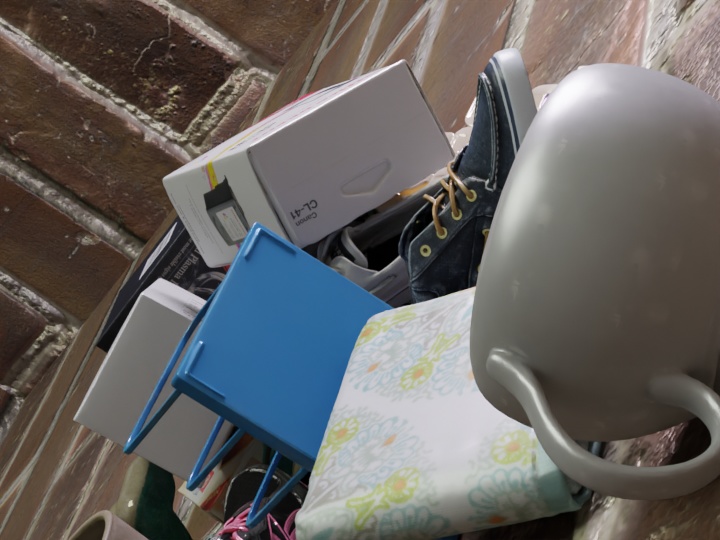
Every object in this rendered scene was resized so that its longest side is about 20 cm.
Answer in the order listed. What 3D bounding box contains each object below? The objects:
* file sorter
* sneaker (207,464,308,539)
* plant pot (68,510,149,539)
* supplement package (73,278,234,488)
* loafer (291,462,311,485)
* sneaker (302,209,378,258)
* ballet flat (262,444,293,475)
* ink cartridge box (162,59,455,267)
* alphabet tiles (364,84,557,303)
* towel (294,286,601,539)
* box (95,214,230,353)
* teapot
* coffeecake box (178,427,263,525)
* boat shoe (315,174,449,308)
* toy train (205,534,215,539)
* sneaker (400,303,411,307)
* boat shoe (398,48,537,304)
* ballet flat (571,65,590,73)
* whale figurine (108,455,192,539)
[{"bbox_3d":[-0.031,0.098,1.276,0.123,0.200,0.139,-49,12,47],"label":"file sorter"},{"bbox_3d":[-0.069,0.189,1.310,0.079,0.095,0.200,-40,33,15],"label":"sneaker"},{"bbox_3d":[-0.150,0.287,1.291,0.200,0.173,0.200,-52,11,14],"label":"plant pot"},{"bbox_3d":[-0.142,0.083,1.542,0.114,0.109,0.200,-62,3,1],"label":"supplement package"},{"bbox_3d":[0.005,0.117,1.416,0.200,0.075,0.070,124,167,-49],"label":"loafer"},{"bbox_3d":[0.024,-0.056,1.536,0.200,0.074,0.088,-19,-44,-38],"label":"sneaker"},{"bbox_3d":[-0.041,0.084,1.508,0.070,0.067,0.201,-116,29,-47],"label":"ballet flat"},{"bbox_3d":[-0.042,-0.075,1.452,0.147,0.086,0.200,-31,7,-22],"label":"ink cartridge box"},{"bbox_3d":[0.088,-0.058,1.436,0.195,0.015,0.200,2,53,40],"label":"alphabet tiles"},{"bbox_3d":[0.061,0.079,1.145,0.171,0.048,0.200,-18,31,28],"label":"towel"},{"bbox_3d":[-0.115,0.030,1.864,0.200,0.182,0.104,-50,12,28],"label":"box"},{"bbox_3d":[0.147,0.004,0.952,0.201,0.146,0.197,-72,-18,1],"label":"teapot"},{"bbox_3d":[-0.058,0.124,1.630,0.200,0.073,0.153,-58,12,-8],"label":"coffeecake box"},{"bbox_3d":[0.000,0.000,1.379,0.200,0.066,0.072,-28,43,11],"label":"boat shoe"},{"bbox_3d":[-0.106,0.253,1.458,0.200,0.085,0.114,-53,2,12],"label":"toy train"},{"bbox_3d":[0.049,0.025,1.457,0.200,0.079,0.079,-38,20,53],"label":"sneaker"},{"bbox_3d":[0.070,-0.042,1.262,0.071,0.091,0.201,-105,8,-60],"label":"boat shoe"},{"bbox_3d":[0.158,-0.091,1.326,0.068,0.075,0.200,-10,35,26],"label":"ballet flat"},{"bbox_3d":[-0.162,0.238,1.570,0.159,0.103,0.201,-79,2,-55],"label":"whale figurine"}]
